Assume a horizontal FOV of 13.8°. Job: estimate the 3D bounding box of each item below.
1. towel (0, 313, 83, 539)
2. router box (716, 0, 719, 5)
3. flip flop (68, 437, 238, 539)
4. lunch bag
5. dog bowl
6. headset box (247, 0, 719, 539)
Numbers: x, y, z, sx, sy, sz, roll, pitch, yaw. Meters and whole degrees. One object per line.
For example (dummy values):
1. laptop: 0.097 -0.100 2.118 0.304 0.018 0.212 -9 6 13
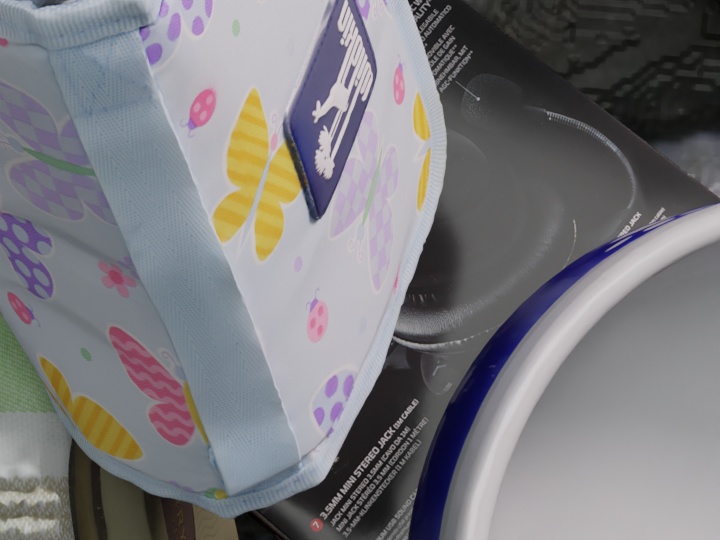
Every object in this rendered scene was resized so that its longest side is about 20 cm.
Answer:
1. towel: -0.143 0.098 0.748 0.148 0.031 0.201 0 72 0
2. router box: 0.141 -0.175 0.822 0.062 0.150 0.201 18 80 34
3. flip flop: -0.028 0.107 0.781 0.057 0.081 0.201 -4 114 14
4. lunch bag: -0.055 -0.062 0.698 0.126 0.170 0.200 -21 44 -1
5. dog bowl: 0.113 0.080 0.756 0.199 0.079 0.201 0 89 -9
6. headset box: 0.000 0.000 0.842 0.200 0.077 0.149 37 84 11
